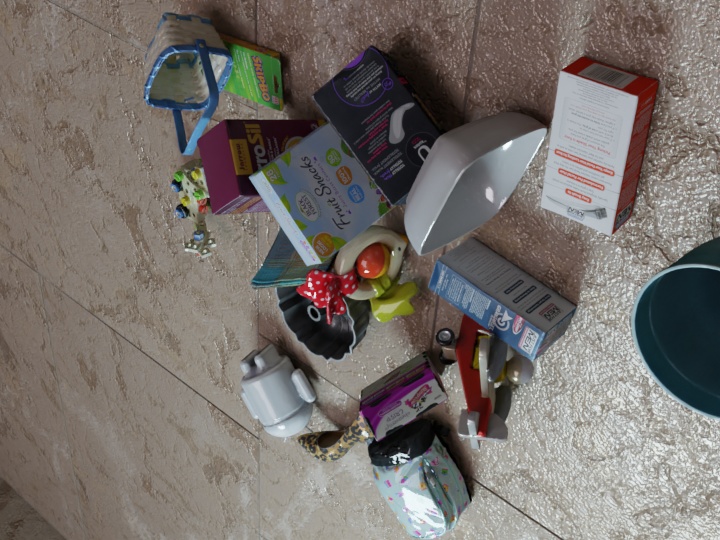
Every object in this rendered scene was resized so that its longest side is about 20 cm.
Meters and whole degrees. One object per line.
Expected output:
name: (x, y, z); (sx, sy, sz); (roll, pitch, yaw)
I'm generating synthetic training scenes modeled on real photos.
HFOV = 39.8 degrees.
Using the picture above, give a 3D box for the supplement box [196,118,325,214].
supplement box: (-0.148, -0.170, 1.616); (0.103, 0.198, 0.132); (-23, 78, 51)

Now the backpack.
backpack: (0.110, 0.385, 1.817); (0.166, 0.126, 0.201); (-19, 105, 47)

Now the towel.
towel: (-0.101, -0.033, 1.739); (0.199, 0.148, 0.022); (-5, 140, 48)

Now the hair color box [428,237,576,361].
hair color box: (0.210, 0.040, 1.485); (0.199, 0.100, 0.061); (36, 132, 24)

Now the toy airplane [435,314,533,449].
toy airplane: (0.203, 0.174, 1.542); (0.200, 0.139, 0.201); (-92, -11, -81)

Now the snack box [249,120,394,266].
snack box: (-0.044, -0.132, 1.539); (0.169, 0.200, 0.068); (56, 158, -11)

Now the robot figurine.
robot figurine: (-0.169, 0.254, 2.030); (0.168, 0.113, 0.202); (-19, 102, 34)

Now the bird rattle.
bird rattle: (0.000, 0.000, 1.627); (0.113, 0.198, 0.165); (41, 115, 53)

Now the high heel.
high heel: (-0.046, 0.312, 1.963); (0.198, 0.072, 0.144); (6, 129, 23)

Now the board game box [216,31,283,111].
board game box: (-0.200, -0.346, 1.712); (0.199, 0.030, 0.096); (28, 134, 35)

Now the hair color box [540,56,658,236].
hair color box: (0.304, -0.159, 1.279); (0.110, 0.064, 0.202); (27, 132, 30)

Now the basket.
basket: (-0.288, -0.320, 1.675); (0.176, 0.138, 0.202); (-43, 52, 52)

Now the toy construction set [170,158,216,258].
toy construction set: (-0.313, -0.131, 1.940); (0.130, 0.092, 0.202); (27, 123, 31)

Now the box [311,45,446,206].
box: (0.042, -0.209, 1.451); (0.122, 0.106, 0.201); (-37, 86, 14)

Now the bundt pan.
bundt pan: (-0.060, 0.061, 1.809); (0.201, 0.076, 0.204); (27, 133, 33)

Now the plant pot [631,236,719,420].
plant pot: (0.450, 0.042, 1.164); (0.199, 0.187, 0.202); (26, 132, 32)

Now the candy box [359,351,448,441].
candy box: (0.069, 0.205, 1.649); (0.061, 0.136, 0.200); (58, -177, -3)

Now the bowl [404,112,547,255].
bowl: (0.146, -0.129, 1.362); (0.075, 0.199, 0.201); (46, 139, 20)
